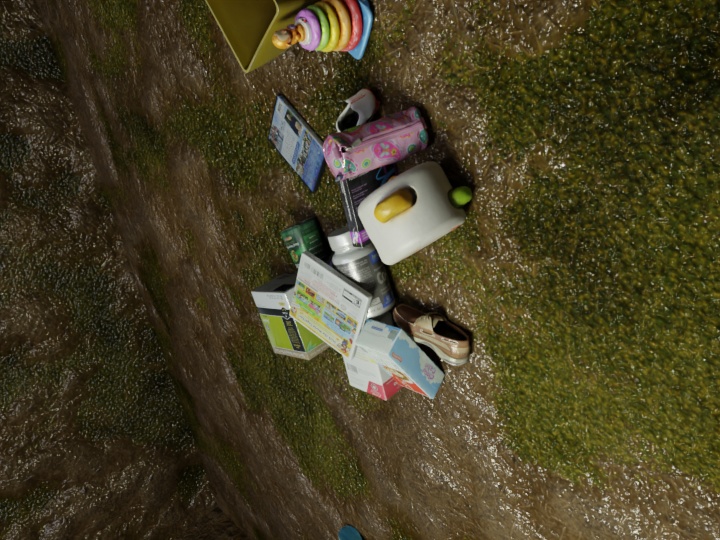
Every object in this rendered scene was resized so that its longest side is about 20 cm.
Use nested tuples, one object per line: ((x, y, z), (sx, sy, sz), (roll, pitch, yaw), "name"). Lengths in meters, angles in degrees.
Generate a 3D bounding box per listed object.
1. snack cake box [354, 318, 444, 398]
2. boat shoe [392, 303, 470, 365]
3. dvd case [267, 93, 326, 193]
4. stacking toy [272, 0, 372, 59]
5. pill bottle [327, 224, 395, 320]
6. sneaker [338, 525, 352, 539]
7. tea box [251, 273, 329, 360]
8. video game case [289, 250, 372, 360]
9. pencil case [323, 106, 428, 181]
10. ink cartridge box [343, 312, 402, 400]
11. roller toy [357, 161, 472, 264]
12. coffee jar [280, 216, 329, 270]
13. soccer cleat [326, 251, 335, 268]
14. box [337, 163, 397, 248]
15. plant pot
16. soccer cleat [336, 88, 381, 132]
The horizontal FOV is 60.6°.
((0.091, 0.199, 1.384), (0.113, 0.068, 0.200), (11, 152, 47), "snack cake box")
((0.156, 0.121, 1.324), (0.197, 0.075, 0.073), (30, 132, 26), "boat shoe")
((-0.153, -0.304, 1.487), (0.201, 0.017, 0.144), (50, 145, 17), "dvd case")
((-0.082, -0.444, 1.129), (0.116, 0.198, 0.111), (47, 144, 21), "stacking toy")
((0.000, 0.000, 1.407), (0.112, 0.112, 0.205), (-1, 113, 53), "pill bottle")
((-0.007, 0.973, 2.133), (0.198, 0.076, 0.082), (33, 139, 40), "sneaker")
((-0.178, 0.124, 1.717), (0.198, 0.132, 0.202), (1, 113, 53), "tea box")
((-0.073, 0.081, 1.411), (0.198, 0.023, 0.185), (33, 127, 23), "video game case")
((0.028, -0.233, 1.129), (0.088, 0.196, 0.089), (54, 156, 37), "pencil case")
((0.023, 0.196, 1.525), (0.143, 0.082, 0.205), (13, 123, 50), "ink cartridge box")
((0.089, -0.110, 1.141), (0.142, 0.197, 0.182), (60, 152, 2), "roller toy")
((-0.125, -0.027, 1.582), (0.103, 0.084, 0.204), (-14, 102, 53), "coffee jar")
((-0.054, 0.043, 1.489), (0.072, 0.068, 0.205), (8, 79, 37), "soccer cleat")
((0.020, -0.168, 1.236), (0.036, 0.141, 0.205), (7, 119, 48), "box")
((-0.173, -0.547, 1.202), (0.203, 0.174, 0.199), (60, 146, 2), "plant pot")
((-0.021, -0.283, 1.262), (0.069, 0.084, 0.201), (49, 144, 17), "soccer cleat")
